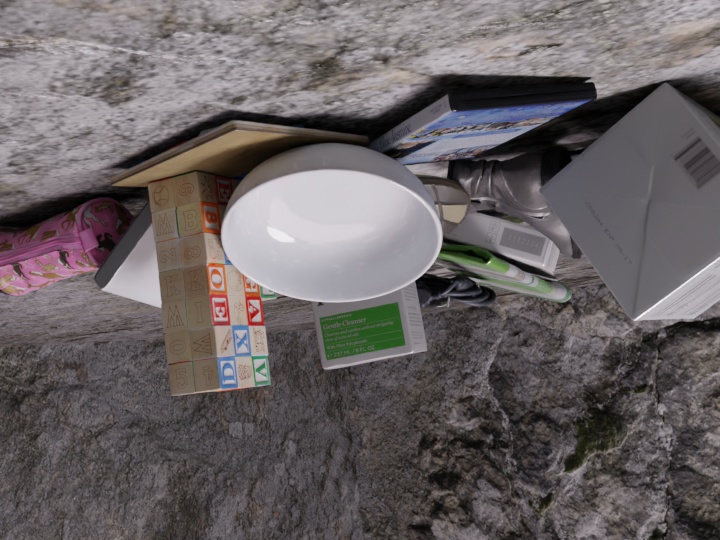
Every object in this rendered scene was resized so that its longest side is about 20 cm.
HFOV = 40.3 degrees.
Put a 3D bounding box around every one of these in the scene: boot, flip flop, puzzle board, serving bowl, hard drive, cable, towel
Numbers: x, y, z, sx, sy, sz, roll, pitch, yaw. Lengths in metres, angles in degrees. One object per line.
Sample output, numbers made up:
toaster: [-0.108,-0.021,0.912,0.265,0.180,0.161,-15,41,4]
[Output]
boot: [0.169,-0.073,1.051,0.131,0.070,0.200,-1,153,22]
flip flop: [0.013,-0.078,0.969,0.199,0.058,0.081,4,138,-8]
puzzle board: [-0.113,-0.103,0.892,0.150,0.017,0.200,-2,173,-44]
serving bowl: [-0.026,-0.051,0.898,0.199,0.066,0.200,1,146,0]
hard drive: [-0.173,-0.012,1.059,0.132,0.027,0.200,-52,145,10]
cable: [0.071,0.019,1.259,0.199,0.051,0.163,1,-179,36]
towel: [0.160,-0.006,1.226,0.149,0.031,0.200,13,174,41]

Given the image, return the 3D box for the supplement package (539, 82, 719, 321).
supplement package: [0.302,-0.056,0.924,0.151,0.152,0.200,-42,157,25]

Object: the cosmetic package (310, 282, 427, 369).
cosmetic package: [0.000,0.000,1.075,0.107,0.201,0.085,-13,174,14]

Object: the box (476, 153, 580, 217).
box: [0.232,-0.101,1.151,0.199,0.041,0.156,-7,175,14]

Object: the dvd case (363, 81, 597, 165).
dvd case: [0.091,-0.124,0.861,0.142,0.018,0.200,-10,176,-25]

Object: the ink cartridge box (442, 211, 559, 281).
ink cartridge box: [0.152,-0.042,1.237,0.199,0.045,0.176,17,180,18]

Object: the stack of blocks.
stack of blocks: [-0.135,0.015,0.941,0.058,0.201,0.115,-10,172,26]

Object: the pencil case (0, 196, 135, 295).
pencil case: [-0.330,-0.025,1.071,0.199,0.087,0.083,-12,134,36]
